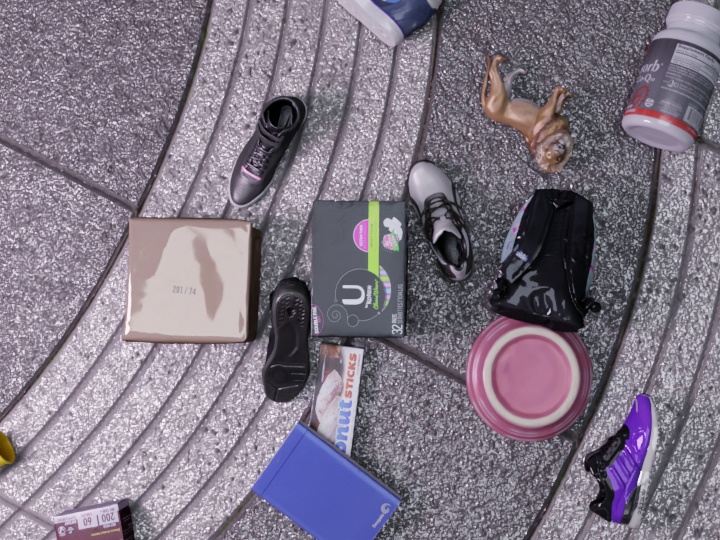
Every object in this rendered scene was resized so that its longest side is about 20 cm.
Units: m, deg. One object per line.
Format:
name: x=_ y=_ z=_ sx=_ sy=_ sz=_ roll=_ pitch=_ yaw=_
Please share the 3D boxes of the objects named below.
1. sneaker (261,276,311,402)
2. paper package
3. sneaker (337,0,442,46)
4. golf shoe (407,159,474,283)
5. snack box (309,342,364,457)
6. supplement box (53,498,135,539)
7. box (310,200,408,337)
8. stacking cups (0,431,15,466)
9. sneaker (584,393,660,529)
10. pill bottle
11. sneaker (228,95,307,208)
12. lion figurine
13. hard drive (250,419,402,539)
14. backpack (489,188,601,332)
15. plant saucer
sneaker: x=-0.111 y=0.101 z=1.593 sx=0.074 sy=0.115 sz=0.203 roll=5 pitch=114 yaw=-2
paper package: x=-0.259 y=0.017 z=1.585 sx=0.195 sy=0.103 sz=0.195 roll=2 pitch=86 yaw=4
sneaker: x=0.041 y=-0.466 z=1.620 sx=0.146 sy=0.081 sz=0.200 roll=-43 pitch=82 yaw=-9
golf shoe: x=0.129 y=-0.082 z=1.577 sx=0.076 sy=0.094 sz=0.203 roll=-23 pitch=84 yaw=2
snack box: x=-0.041 y=0.219 z=1.599 sx=0.070 sy=0.024 sz=0.205 roll=7 pitch=87 yaw=3
supplement box: x=-0.401 y=0.468 z=1.584 sx=0.106 sy=0.061 sz=0.204 roll=-12 pitch=87 yaw=2
box: x=0.000 y=0.000 z=1.563 sx=0.145 sy=0.124 sz=0.205 roll=0 pitch=87 yaw=2
stacking cups: x=-0.641 y=0.328 z=1.613 sx=0.198 sy=0.060 sz=0.061 roll=-33 pitch=85 yaw=5
sneaker: x=0.392 y=0.282 z=1.552 sx=0.097 sy=0.070 sz=0.205 roll=11 pitch=86 yaw=6
pill bottle: x=0.485 y=-0.296 z=1.562 sx=0.114 sy=0.116 sz=0.204 roll=21 pitch=87 yaw=4
sneaker: x=-0.153 y=-0.192 z=1.595 sx=0.070 sy=0.099 sz=0.202 roll=32 pitch=90 yaw=3
lion figurine: x=0.255 y=-0.246 z=1.601 sx=0.198 sy=0.072 sz=0.124 roll=31 pitch=101 yaw=19
hard drive: x=-0.053 y=0.343 z=1.572 sx=0.199 sy=0.025 sz=0.133 roll=37 pitch=99 yaw=0
backpack: x=0.278 y=-0.021 z=1.541 sx=0.164 sy=0.127 sz=0.204 roll=15 pitch=76 yaw=-6
plant saucer: x=0.261 y=0.163 z=1.576 sx=0.196 sy=0.051 sz=0.205 roll=0 pitch=87 yaw=3
